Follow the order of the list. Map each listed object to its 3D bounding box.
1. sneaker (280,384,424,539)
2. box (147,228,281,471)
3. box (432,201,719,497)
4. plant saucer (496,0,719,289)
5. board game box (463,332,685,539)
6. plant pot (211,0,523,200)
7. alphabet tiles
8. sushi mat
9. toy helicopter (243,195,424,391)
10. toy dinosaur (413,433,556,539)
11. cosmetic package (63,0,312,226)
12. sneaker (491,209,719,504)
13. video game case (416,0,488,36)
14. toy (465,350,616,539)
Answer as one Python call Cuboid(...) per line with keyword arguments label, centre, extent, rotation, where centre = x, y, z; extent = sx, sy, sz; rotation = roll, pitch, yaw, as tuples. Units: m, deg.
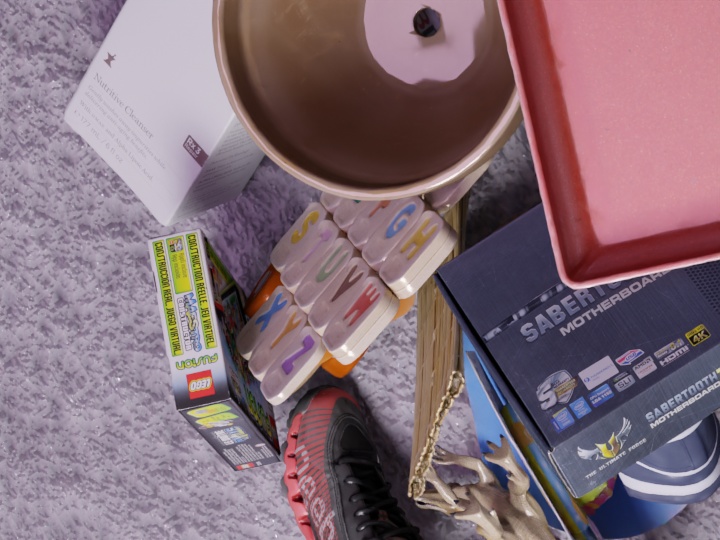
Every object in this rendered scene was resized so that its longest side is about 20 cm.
Cuboid(label="sneaker", centre=(0.002, 0.166, 1.586), extent=(0.098, 0.071, 0.201), rotation=(-24, 66, 46))
Cuboid(label="box", centre=(-0.090, 0.054, 1.555), extent=(0.035, 0.200, 0.111), rotation=(-12, 74, 4))
Cuboid(label="box", centre=(0.158, 0.008, 1.327), extent=(0.051, 0.200, 0.158), rotation=(58, 180, -44))
Cuboid(label="plant saucer", centre=(0.182, -0.107, 1.283), extent=(0.199, 0.037, 0.200), rotation=(-12, 92, 17))
Cuboid(label="board game box", centre=(0.136, 0.062, 1.493), extent=(0.158, 0.039, 0.201), rotation=(-4, 103, 41))
Cuboid(label="plant pot", centre=(0.022, -0.143, 1.416), extent=(0.200, 0.093, 0.202), rotation=(3, 98, 23))
Cuboid(label="alphabet tiles", centre=(-0.003, -0.014, 1.454), extent=(0.015, 0.200, 0.196), rotation=(40, 95, -21))
Cuboid(label="sushi mat", centre=(0.047, 0.038, 1.465), extent=(0.012, 0.200, 0.096), rotation=(15, 125, -8))
Cuboid(label="toy helicopter", centre=(0.000, 0.000, 1.520), extent=(0.079, 0.132, 0.200), rotation=(35, 115, -8))
Cuboid(label="toy dinosaur", centre=(0.095, 0.154, 1.498), extent=(0.200, 0.058, 0.101), rotation=(35, 167, 49))
Cuboid(label="cosmetic package", centre=(-0.093, -0.139, 1.559), extent=(0.113, 0.081, 0.200), rotation=(45, 130, 16))
Cuboid(label="sneaker", centre=(0.141, 0.054, 1.410), extent=(0.200, 0.070, 0.109), rotation=(52, 175, 45))
Cuboid(label="video game case", centre=(0.087, -0.200, 1.434), extent=(0.200, 0.023, 0.182), rotation=(-34, 86, 41))
Cuboid(label="toy", centre=(0.129, 0.128, 1.447), extent=(0.047, 0.115, 0.201), rotation=(-27, 84, 2))
